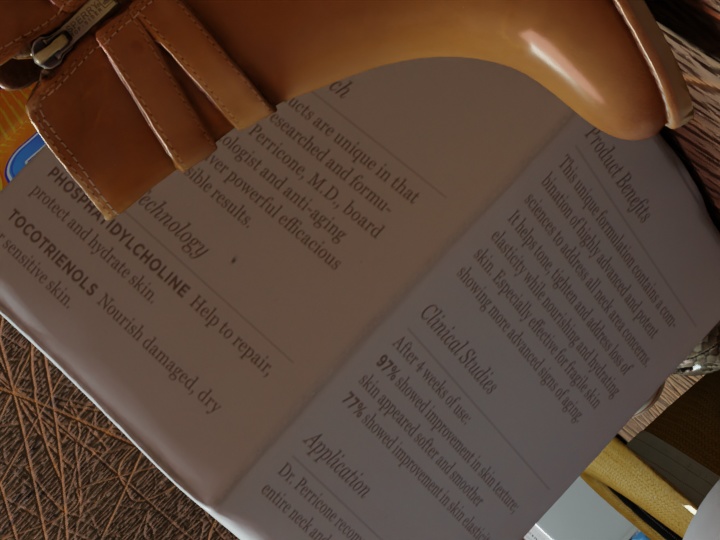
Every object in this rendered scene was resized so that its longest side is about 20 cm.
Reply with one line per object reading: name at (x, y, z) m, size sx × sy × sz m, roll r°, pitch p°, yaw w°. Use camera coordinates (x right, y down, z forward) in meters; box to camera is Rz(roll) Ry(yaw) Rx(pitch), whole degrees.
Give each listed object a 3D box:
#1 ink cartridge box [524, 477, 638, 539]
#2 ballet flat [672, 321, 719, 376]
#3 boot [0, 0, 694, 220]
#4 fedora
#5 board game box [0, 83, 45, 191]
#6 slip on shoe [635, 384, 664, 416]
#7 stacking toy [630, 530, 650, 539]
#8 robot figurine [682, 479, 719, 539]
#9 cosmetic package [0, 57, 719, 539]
ink cartridge box at (0.132, 0.142, 1.774) m, size 0.146 × 0.084 × 0.200 m, roll 43°, pitch 176°, yaw 8°
ballet flat at (0.099, 0.004, 1.063) m, size 0.067 × 0.046 × 0.200 m, roll 47°, pitch 174°, yaw -28°
boot at (-0.018, -0.070, 0.722) m, size 0.200 × 0.155 × 0.077 m, roll 44°, pitch 175°, yaw -6°
fedora at (0.178, 0.102, 1.059) m, size 0.201 × 0.082 × 0.201 m, roll 38°, pitch 175°, yaw 4°
board game box at (-0.219, -0.139, 1.533) m, size 0.200 × 0.200 × 0.200 m, roll 42°, pitch 175°, yaw 19°
slip on shoe at (0.089, 0.020, 1.253) m, size 0.061 × 0.074 × 0.200 m, roll 4°, pitch -166°, yaw -35°
stacking toy at (0.192, 0.300, 1.963) m, size 0.110 × 0.200 × 0.116 m, roll 43°, pitch 176°, yaw 0°
robot figurine at (0.169, 0.103, 0.752) m, size 0.150 × 0.125 × 0.200 m, roll 47°, pitch -166°, yaw 22°
cosmetic package at (0.000, 0.000, 0.917) m, size 0.166 × 0.200 × 0.167 m, roll 39°, pitch 174°, yaw 37°
